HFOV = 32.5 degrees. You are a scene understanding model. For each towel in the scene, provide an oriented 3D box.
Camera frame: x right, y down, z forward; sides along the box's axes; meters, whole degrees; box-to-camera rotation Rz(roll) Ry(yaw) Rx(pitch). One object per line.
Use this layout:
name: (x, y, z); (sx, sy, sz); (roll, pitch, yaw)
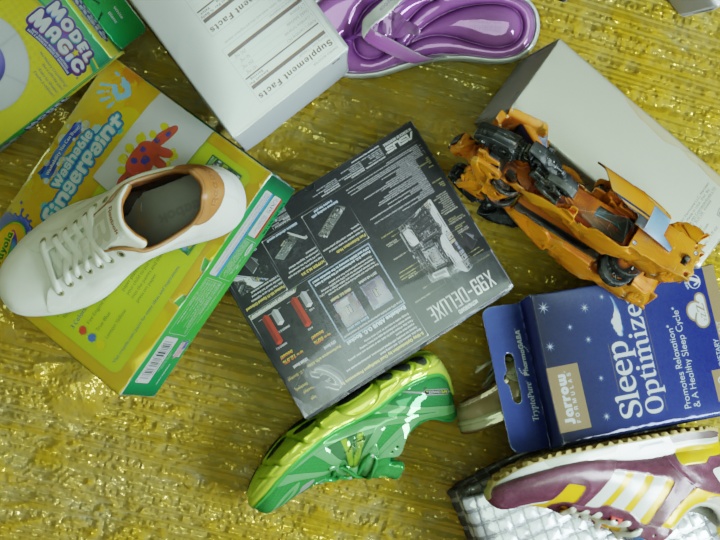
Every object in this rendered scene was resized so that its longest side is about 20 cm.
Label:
towel: (0.192, 0.219, 1.042); (0.198, 0.086, 0.167); (-23, 90, -8)

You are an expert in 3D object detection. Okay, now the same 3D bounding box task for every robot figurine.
robot figurine: (0.156, -0.050, 0.937); (0.199, 0.145, 0.058); (35, 73, 1)

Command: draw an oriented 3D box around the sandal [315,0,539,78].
sandal: (0.048, -0.203, 0.998); (0.200, 0.050, 0.084); (-6, 95, -4)

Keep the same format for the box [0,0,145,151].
box: (-0.268, -0.164, 0.915); (0.199, 0.048, 0.118); (-35, 103, 10)

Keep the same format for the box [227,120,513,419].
box: (0.000, 0.000, 0.994); (0.199, 0.050, 0.159); (-32, 82, -2)

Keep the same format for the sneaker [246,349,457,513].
sneaker: (-0.005, 0.147, 1.018); (0.199, 0.074, 0.084); (-33, 97, -1)

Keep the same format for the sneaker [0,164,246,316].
sneaker: (-0.184, -0.028, 0.877); (0.198, 0.085, 0.073); (-26, 81, 10)

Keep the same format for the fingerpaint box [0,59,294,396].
fingerpaint box: (-0.177, -0.032, 0.956); (0.166, 0.073, 0.201); (35, 92, 14)

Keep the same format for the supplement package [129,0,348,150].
supplement package: (-0.109, -0.206, 0.937); (0.109, 0.114, 0.201); (-37, 90, 0)

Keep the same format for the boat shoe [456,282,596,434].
boat shoe: (0.157, 0.067, 1.033); (0.199, 0.073, 0.063); (-32, 91, -13)

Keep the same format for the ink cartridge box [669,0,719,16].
ink cartridge box: (0.303, -0.328, 0.995); (0.200, 0.086, 0.148); (-42, 98, 2)

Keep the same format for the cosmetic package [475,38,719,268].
cosmetic package: (0.200, -0.089, 0.998); (0.199, 0.103, 0.073); (39, 84, -9)

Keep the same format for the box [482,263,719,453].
box: (0.204, 0.071, 0.989); (0.197, 0.032, 0.123); (-9, 80, -13)

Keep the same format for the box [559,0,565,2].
box: (0.103, -0.341, 0.917); (0.199, 0.124, 0.198); (28, 91, 20)

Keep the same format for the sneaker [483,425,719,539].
sneaker: (0.197, 0.179, 0.965); (0.197, 0.075, 0.091); (-10, 82, -7)
